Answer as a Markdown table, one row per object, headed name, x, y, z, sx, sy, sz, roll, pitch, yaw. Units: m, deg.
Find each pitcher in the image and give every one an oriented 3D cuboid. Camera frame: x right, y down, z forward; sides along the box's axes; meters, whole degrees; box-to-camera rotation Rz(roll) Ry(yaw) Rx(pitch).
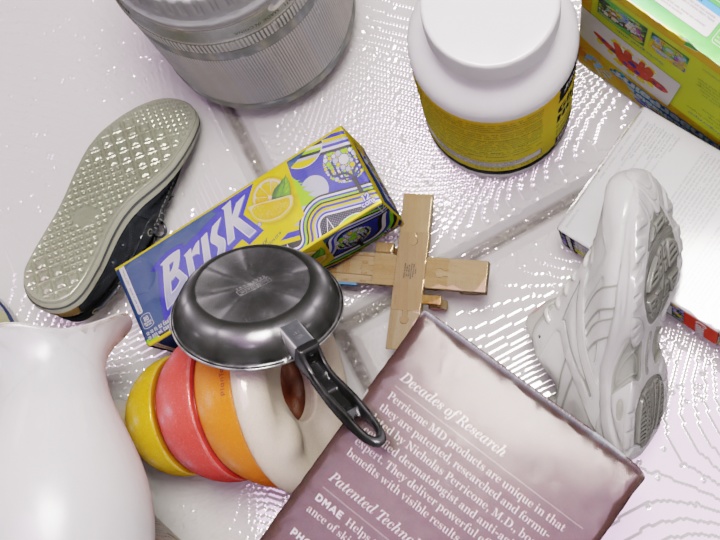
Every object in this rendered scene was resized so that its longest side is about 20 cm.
| name | x | y | z | sx | sy | sz | roll | pitch | yaw |
| --- | --- | --- | --- | --- | --- | --- | --- | --- | --- |
| pitcher | -0.216 | 0.128 | 0.679 | 0.121 | 0.170 | 0.202 | -30 | 63 | 47 |

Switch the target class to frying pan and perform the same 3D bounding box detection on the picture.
| name | x | y | z | sx | sy | sz | roll | pitch | yaw |
| --- | --- | --- | --- | --- | --- | --- | --- | --- | --- |
| frying pan | -0.060 | 0.042 | 0.663 | 0.114 | 0.031 | 0.191 | -11 | 39 | -7 |

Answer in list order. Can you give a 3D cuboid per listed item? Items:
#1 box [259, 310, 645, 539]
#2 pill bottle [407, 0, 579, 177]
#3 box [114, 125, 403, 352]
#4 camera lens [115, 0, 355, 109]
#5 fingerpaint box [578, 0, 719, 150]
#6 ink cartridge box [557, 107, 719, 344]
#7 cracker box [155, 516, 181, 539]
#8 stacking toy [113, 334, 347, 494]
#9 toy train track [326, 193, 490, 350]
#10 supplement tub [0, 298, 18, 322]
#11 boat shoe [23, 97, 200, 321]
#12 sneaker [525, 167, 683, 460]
| name | x | y | z | sx | sy | sz | roll | pitch | yaw |
| --- | --- | --- | --- | --- | --- | --- | --- | --- | --- |
| box | 0.056 | 0.163 | 0.696 | 0.164 | 0.166 | 0.201 | 35 | 86 | 15 |
| pill bottle | 0.091 | -0.141 | 0.729 | 0.111 | 0.200 | 0.114 | -2 | 80 | 8 |
| box | -0.074 | -0.018 | 0.781 | 0.199 | 0.064 | 0.071 | -31 | 71 | 10 |
| camera lens | -0.092 | -0.217 | 0.772 | 0.158 | 0.200 | 0.162 | -2 | 79 | 8 |
| fingerpaint box | 0.246 | -0.139 | 0.722 | 0.200 | 0.167 | 0.074 | 41 | 89 | 14 |
| ink cartridge box | 0.249 | -0.014 | 0.745 | 0.199 | 0.050 | 0.109 | 36 | 88 | 21 |
| cracker box | -0.206 | 0.219 | 0.767 | 0.199 | 0.058 | 0.134 | 35 | 86 | 23 |
| stacking toy | -0.119 | 0.098 | 0.773 | 0.198 | 0.146 | 0.148 | -14 | 77 | 24 |
| toy train track | 0.000 | 0.000 | 0.806 | 0.198 | 0.033 | 0.116 | 5 | 80 | 17 |
| supplement tub | -0.341 | 0.063 | 0.759 | 0.143 | 0.200 | 0.147 | -2 | 79 | 9 |
| boat shoe | -0.187 | -0.048 | 0.829 | 0.074 | 0.062 | 0.201 | 21 | 68 | 17 |
| sneaker | 0.154 | 0.027 | 0.718 | 0.099 | 0.078 | 0.202 | 16 | 115 | 35 |
